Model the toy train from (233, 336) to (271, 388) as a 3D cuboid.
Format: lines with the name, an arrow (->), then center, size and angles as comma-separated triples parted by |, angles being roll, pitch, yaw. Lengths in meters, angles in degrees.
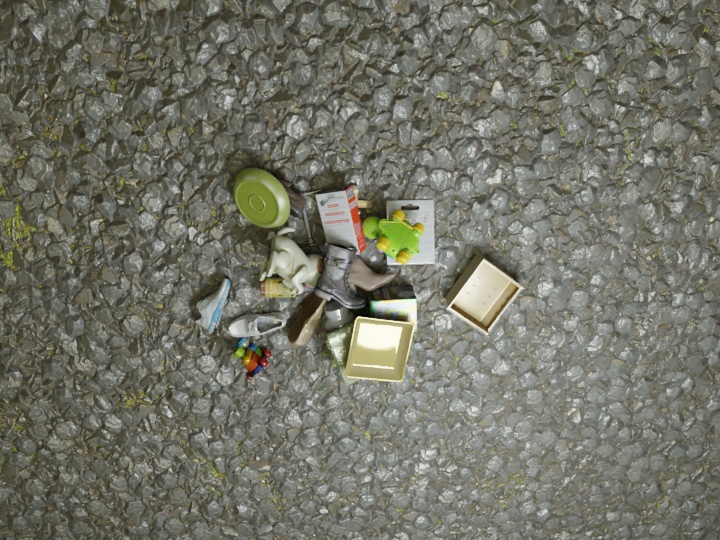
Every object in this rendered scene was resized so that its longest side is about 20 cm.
toy train -> -0.366, 0.294, 1.709 | 0.116, 0.200, 0.085 | 44, 101, -11

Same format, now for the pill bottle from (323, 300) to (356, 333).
pill bottle -> -0.055, 0.206, 1.746 | 0.110, 0.113, 0.204 | -15, 108, 1

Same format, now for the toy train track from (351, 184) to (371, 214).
toy train track -> -0.022, -0.166, 1.670 | 0.112, 0.033, 0.205 | 1, 109, -4

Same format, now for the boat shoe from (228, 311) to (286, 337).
boat shoe -> -0.344, 0.179, 1.735 | 0.195, 0.069, 0.073 | -13, 98, -2

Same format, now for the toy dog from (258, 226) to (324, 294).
toy dog -> -0.197, -0.017, 1.643 | 0.196, 0.139, 0.198 | 21, 65, -21

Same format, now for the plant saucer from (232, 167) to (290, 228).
plant saucer -> -0.306, -0.208, 1.586 | 0.195, 0.031, 0.204 | 13, 129, 16

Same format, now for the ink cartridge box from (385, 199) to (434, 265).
ink cartridge box -> 0.160, -0.121, 1.702 | 0.158, 0.057, 0.206 | -1, 88, -3

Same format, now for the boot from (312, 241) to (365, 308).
boot -> -0.045, 0.014, 1.615 | 0.196, 0.069, 0.178 | 18, 98, -27

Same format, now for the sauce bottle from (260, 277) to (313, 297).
sauce bottle -> -0.226, 0.053, 1.710 | 0.195, 0.066, 0.068 | -2, 109, -3

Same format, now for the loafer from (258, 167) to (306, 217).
loafer -> -0.246, -0.248, 1.611 | 0.199, 0.073, 0.071 | 41, 71, -7

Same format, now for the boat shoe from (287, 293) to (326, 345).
boat shoe -> -0.167, 0.157, 1.753 | 0.064, 0.071, 0.202 | 29, 97, -48

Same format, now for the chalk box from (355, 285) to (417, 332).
chalk box -> 0.082, 0.132, 1.727 | 0.195, 0.125, 0.127 | -4, 108, -2

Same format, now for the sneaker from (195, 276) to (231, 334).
sneaker -> -0.482, 0.105, 1.706 | 0.085, 0.075, 0.203 | 25, 104, -6

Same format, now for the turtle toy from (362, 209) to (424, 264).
turtle toy -> 0.096, -0.105, 1.625 | 0.198, 0.101, 0.147 | 32, 67, -1

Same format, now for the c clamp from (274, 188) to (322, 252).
c clamp -> -0.193, -0.146, 1.667 | 0.166, 0.027, 0.205 | -7, 108, -2

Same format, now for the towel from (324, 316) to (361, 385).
towel -> -0.020, 0.261, 1.691 | 0.146, 0.036, 0.204 | -26, 110, -11

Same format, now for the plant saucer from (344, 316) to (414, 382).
plant saucer -> 0.056, 0.242, 1.658 | 0.195, 0.049, 0.205 | 8, 104, -14

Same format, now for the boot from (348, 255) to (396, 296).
boot -> 0.000, 0.000, 1.701 | 0.197, 0.070, 0.149 | -26, 89, -4

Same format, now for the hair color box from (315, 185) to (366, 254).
hair color box -> -0.059, -0.152, 1.636 | 0.108, 0.064, 0.204 | -3, 113, 27

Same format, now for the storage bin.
storage bin -> 0.411, 0.083, 1.750 | 0.196, 0.094, 0.202 | 32, 103, -13
